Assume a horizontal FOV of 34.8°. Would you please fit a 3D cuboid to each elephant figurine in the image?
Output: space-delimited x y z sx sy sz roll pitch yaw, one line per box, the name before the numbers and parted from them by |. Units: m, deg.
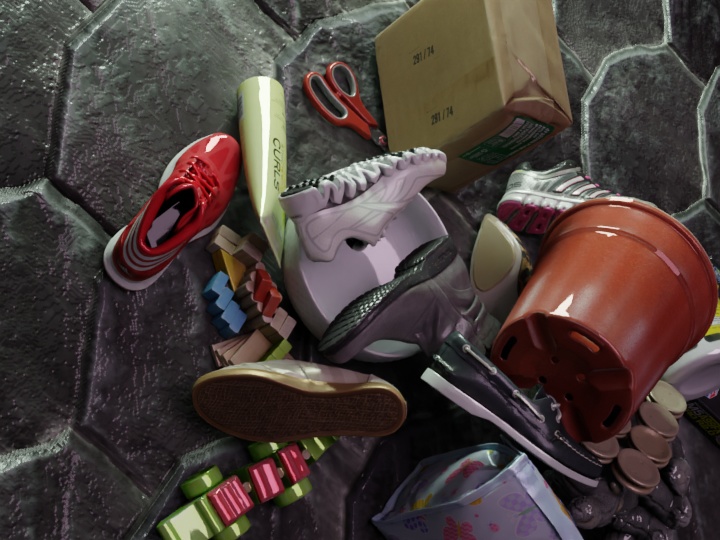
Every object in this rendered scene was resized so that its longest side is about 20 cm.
elephant figurine | 0.255 0.220 1.233 0.199 0.155 0.143 26 69 -33

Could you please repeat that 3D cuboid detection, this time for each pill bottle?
pill bottle | 0.371 0.045 1.378 0.112 0.113 0.201 4 51 -33

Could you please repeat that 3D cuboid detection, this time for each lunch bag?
lunch bag | 0.139 0.260 1.115 0.170 0.200 0.127 52 54 -6

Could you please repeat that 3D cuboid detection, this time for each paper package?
paper package | 0.117 -0.208 1.256 0.103 0.199 0.193 5 69 -35

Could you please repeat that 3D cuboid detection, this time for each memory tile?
memory tile | 0.272 0.148 1.237 0.153 0.017 0.200 34 34 9

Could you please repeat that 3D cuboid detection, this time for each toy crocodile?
toy crocodile | -0.100 0.199 1.061 0.199 0.062 0.068 -27 89 -37

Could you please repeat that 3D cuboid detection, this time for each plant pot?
plant pot | 0.234 0.059 1.157 0.201 0.200 0.195 53 43 -7

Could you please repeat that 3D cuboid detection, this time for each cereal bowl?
cereal bowl | 0.000 0.000 1.184 0.199 0.083 0.202 11 68 -30

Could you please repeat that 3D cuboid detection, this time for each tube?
tube | -0.094 -0.104 1.145 0.058 0.052 0.201 21 47 -33

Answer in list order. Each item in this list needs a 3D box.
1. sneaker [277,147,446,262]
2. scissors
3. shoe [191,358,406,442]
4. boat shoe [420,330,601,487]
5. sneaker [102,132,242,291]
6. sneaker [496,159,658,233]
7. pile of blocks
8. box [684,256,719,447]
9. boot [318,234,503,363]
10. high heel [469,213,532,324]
sneaker | 0.010 -0.068 1.128 0.199 0.075 0.082 -24 100 -35
scissors | 0.012 -0.149 1.291 0.200 0.014 0.073 52 51 -10
shoe | -0.057 0.121 1.068 0.198 0.053 0.071 5 107 -1
boat shoe | 0.153 0.131 1.078 0.199 0.076 0.061 34 89 -11
sneaker | -0.153 -0.069 1.085 0.078 0.115 0.201 40 56 -16
sneaker | 0.263 -0.087 1.367 0.198 0.074 0.088 8 57 3
pile of blocks | -0.103 0.049 1.112 0.082 0.062 0.202 -20 85 -37
box | 0.462 0.107 1.482 0.160 0.044 0.201 40 56 -15
boot | 0.060 0.065 1.113 0.200 0.070 0.132 -38 102 -33
high heel | 0.189 0.040 1.331 0.142 0.071 0.202 35 37 -50
